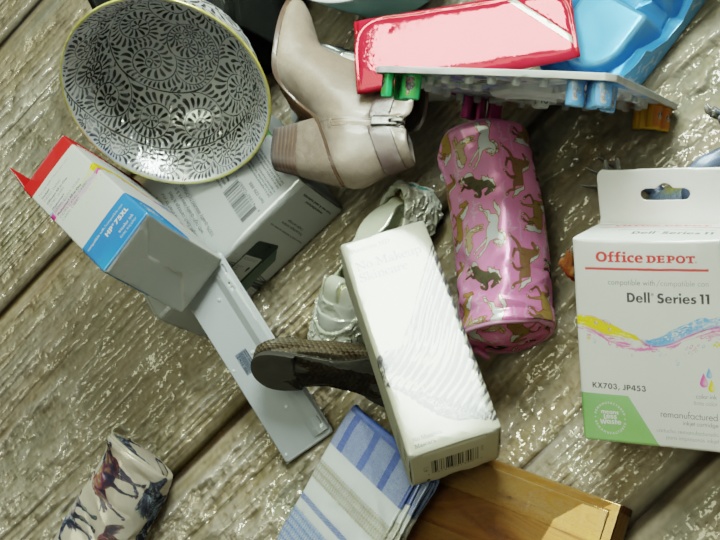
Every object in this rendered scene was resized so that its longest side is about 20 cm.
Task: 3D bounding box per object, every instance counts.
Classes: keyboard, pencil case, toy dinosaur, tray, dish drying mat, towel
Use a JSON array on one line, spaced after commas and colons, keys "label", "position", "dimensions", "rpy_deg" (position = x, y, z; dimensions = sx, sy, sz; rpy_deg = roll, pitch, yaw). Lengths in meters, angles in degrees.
[{"label": "keyboard", "position": [-0.101, 0.082, 1.097], "dimensions": [0.056, 0.011, 0.201], "rpy_deg": [-35, 83, 18]}, {"label": "pencil case", "position": [0.117, -0.029, 1.013], "dimensions": [0.082, 0.087, 0.202], "rpy_deg": [1, 67, -14]}, {"label": "pencil case", "position": [-0.258, 0.255, 1.135], "dimensions": [0.089, 0.078, 0.201], "rpy_deg": [30, 89, 20]}, {"label": "toy dinosaur", "position": [0.251, -0.044, 0.938], "dimensions": [0.199, 0.105, 0.183], "rpy_deg": [38, 112, 25]}, {"label": "tray", "position": [0.112, 0.209, 0.956], "dimensions": [0.198, 0.037, 0.100], "rpy_deg": [15, 80, 35]}, {"label": "dish drying mat", "position": [0.091, -0.205, 1.033], "dimensions": [0.197, 0.018, 0.078], "rpy_deg": [-7, 68, 9]}, {"label": "towel", "position": [-0.017, 0.231, 1.005], "dimensions": [0.147, 0.024, 0.202], "rpy_deg": [30, 91, 56]}]

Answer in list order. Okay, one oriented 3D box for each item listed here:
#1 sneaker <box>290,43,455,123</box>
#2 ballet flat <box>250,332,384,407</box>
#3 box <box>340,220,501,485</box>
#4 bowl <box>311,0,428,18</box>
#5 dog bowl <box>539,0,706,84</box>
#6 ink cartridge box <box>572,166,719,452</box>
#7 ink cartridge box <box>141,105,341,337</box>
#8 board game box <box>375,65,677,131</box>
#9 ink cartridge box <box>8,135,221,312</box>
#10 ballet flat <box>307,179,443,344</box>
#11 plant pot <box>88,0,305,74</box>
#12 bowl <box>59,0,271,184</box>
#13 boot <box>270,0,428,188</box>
[{"label": "sneaker", "position": [0.012, -0.176, 1.148], "dimensions": [0.198, 0.074, 0.088], "rpy_deg": [10, 94, 36]}, {"label": "ballet flat", "position": [-0.002, 0.086, 1.043], "dimensions": [0.197, 0.068, 0.047], "rpy_deg": [5, 36, 17]}, {"label": "box", "position": [0.047, 0.066, 0.959], "dimensions": [0.081, 0.069, 0.202], "rpy_deg": [-17, 61, -5]}, {"label": "bowl", "position": [0.022, -0.334, 1.166], "dimensions": [0.199, 0.105, 0.203], "rpy_deg": [-11, 67, 27]}, {"label": "dog bowl", "position": [0.242, -0.238, 1.033], "dimensions": [0.111, 0.049, 0.201], "rpy_deg": [40, 95, 35]}, {"label": "ink cartridge box", "position": [0.226, 0.027, 0.880], "dimensions": [0.116, 0.067, 0.203], "rpy_deg": [1, 103, 31]}, {"label": "ink cartridge box", "position": [-0.141, -0.055, 1.174], "dimensions": [0.200, 0.084, 0.147], "rpy_deg": [-42, 57, 11]}, {"label": "board game box", "position": [0.141, -0.141, 0.964], "dimensions": [0.198, 0.199, 0.026], "rpy_deg": [7, 94, 28]}, {"label": "ink cartridge box", "position": [-0.236, -0.054, 1.106], "dimensions": [0.200, 0.116, 0.068], "rpy_deg": [39, 92, 37]}, {"label": "ballet flat", "position": [0.000, 0.000, 1.082], "dimensions": [0.071, 0.072, 0.201], "rpy_deg": [33, 92, 35]}, {"label": "plant pot", "position": [-0.169, -0.292, 1.223], "dimensions": [0.198, 0.199, 0.180], "rpy_deg": [-19, 76, 23]}, {"label": "bowl", "position": [-0.175, -0.190, 1.104], "dimensions": [0.199, 0.201, 0.095], "rpy_deg": [-20, 35, 23]}, {"label": "boot", "position": [-0.008, -0.169, 1.083], "dimensions": [0.144, 0.070, 0.203], "rpy_deg": [-4, 73, 21]}]
